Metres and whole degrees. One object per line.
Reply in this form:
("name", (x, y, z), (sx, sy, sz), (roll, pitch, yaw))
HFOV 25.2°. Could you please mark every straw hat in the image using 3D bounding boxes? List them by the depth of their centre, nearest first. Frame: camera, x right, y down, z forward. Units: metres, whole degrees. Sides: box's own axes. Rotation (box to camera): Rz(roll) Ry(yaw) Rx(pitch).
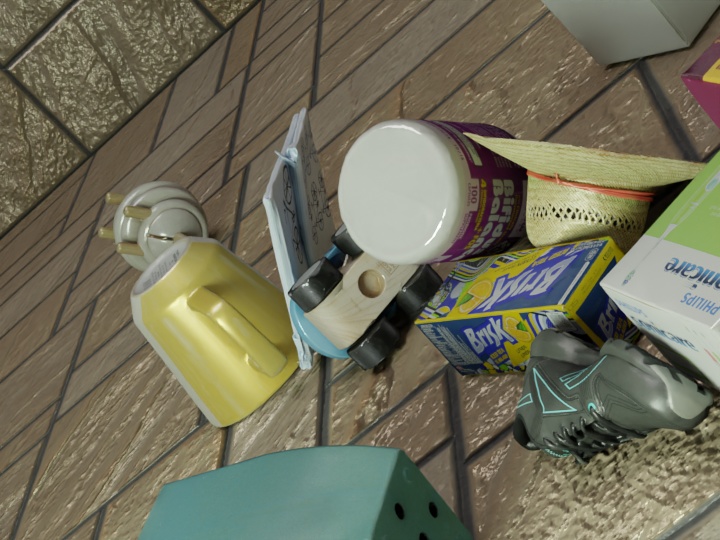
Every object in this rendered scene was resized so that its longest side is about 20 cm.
("straw hat", (0.167, -0.048, 1.191), (0.201, 0.199, 0.086), (-159, 77, -71))

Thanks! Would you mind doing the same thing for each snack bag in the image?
("snack bag", (-0.053, -0.034, 1.547), (0.021, 0.190, 0.200), (-6, 26, 11))

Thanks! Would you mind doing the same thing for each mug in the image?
("mug", (-0.134, 0.043, 1.580), (0.186, 0.153, 0.150), (-26, 25, 45))

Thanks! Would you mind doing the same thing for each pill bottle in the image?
("pill bottle", (0.078, -0.063, 1.297), (0.112, 0.113, 0.199), (-34, -15, 30))

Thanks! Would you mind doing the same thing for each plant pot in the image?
("plant pot", (-0.036, 0.203, 1.047), (0.199, 0.142, 0.142), (-25, 25, 30))

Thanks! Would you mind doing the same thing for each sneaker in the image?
("sneaker", (0.154, 0.088, 1.007), (0.080, 0.075, 0.200), (-61, 14, -7))

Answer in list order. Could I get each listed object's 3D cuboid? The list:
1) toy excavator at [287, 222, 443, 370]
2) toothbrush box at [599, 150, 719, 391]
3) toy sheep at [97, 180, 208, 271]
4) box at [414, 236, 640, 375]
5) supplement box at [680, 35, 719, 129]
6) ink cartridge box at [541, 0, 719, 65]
("toy excavator", (0.000, 0.000, 1.496), (0.195, 0.100, 0.200), (-50, 10, -19))
("toothbrush box", (0.255, -0.026, 0.920), (0.200, 0.086, 0.146), (-46, 18, -5))
("toy sheep", (-0.266, -0.055, 2.129), (0.138, 0.138, 0.200), (-46, 30, -3))
("box", (0.126, 0.029, 1.179), (0.070, 0.064, 0.200), (-52, 20, -22))
("supplement box", (0.334, -0.159, 1.069), (0.200, 0.103, 0.131), (-46, 19, -3))
("ink cartridge box", (0.269, -0.313, 1.484), (0.200, 0.145, 0.145), (-50, 19, -18))
